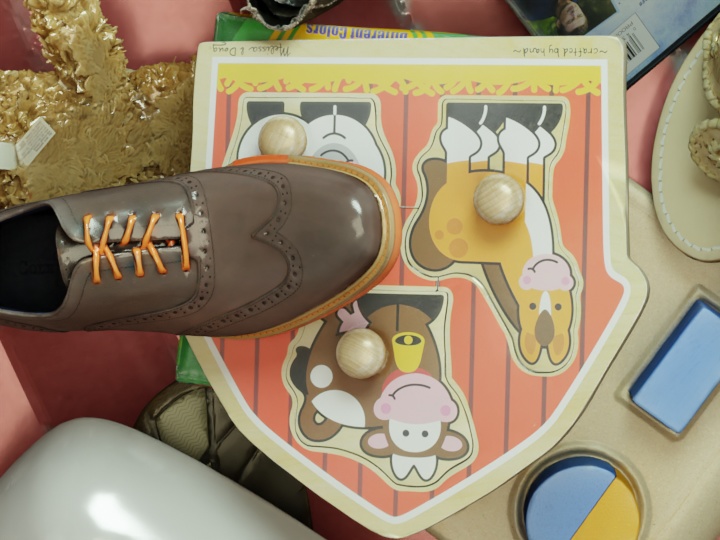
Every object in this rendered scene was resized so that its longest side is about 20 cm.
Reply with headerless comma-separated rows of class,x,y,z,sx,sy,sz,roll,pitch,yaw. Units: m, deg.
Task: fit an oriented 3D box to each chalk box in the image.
chalk box,0.000,0.000,1.237,0.124,0.125,0.200,8,89,13

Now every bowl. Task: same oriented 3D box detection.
bowl,-0.096,0.179,1.265,0.200,0.075,0.200,33,127,-6

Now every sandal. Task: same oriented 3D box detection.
sandal,-0.046,0.133,1.319,0.082,0.055,0.200,-37,113,-6
sandal,0.180,-0.104,1.252,0.078,0.070,0.212,36,99,23

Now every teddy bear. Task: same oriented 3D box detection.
teddy bear,-0.143,-0.053,1.249,0.200,0.067,0.145,-29,119,-26

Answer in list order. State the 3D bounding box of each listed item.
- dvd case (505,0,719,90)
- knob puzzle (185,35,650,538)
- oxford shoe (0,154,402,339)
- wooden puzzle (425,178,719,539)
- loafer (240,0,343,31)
dvd case,0.109,-0.170,1.235,0.143,0.018,0.200,-40,134,2
knob puzzle,0.015,0.007,1.156,0.219,0.030,0.220,0,89,12
oxford shoe,-0.079,-0.004,1.138,0.200,0.073,0.071,-10,88,29
wooden puzzle,0.095,0.054,1.312,0.200,0.046,0.185,35,96,-7
loafer,-0.028,-0.179,1.129,0.073,0.071,0.200,-1,127,14
